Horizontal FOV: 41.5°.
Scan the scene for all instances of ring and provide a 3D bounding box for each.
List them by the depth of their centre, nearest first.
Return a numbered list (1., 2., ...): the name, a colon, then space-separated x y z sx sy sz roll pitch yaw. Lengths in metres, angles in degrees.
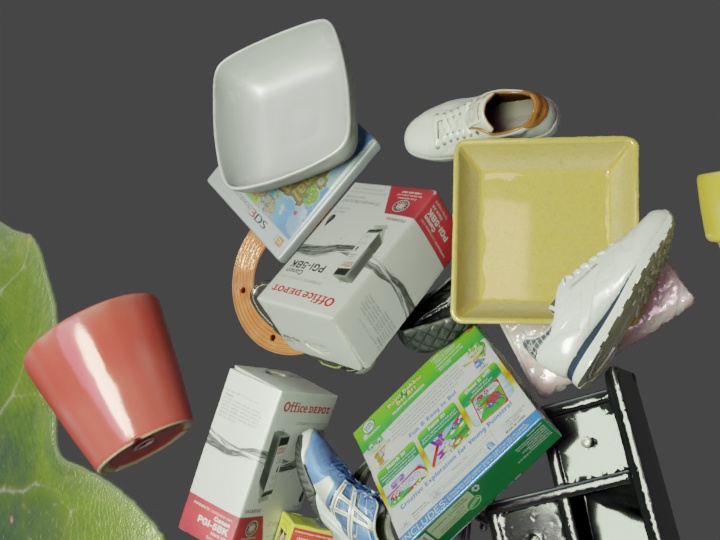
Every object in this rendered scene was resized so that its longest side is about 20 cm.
1. ring: -0.084 0.010 1.250 0.197 0.019 0.204 -6 77 28

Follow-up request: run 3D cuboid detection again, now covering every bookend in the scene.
1. bookend: 0.214 0.228 1.004 0.196 0.092 0.204 -19 71 25

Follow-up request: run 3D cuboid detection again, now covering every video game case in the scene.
1. video game case: -0.092 -0.142 1.265 0.201 0.022 0.182 -49 60 6

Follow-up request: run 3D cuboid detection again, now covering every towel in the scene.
1. towel: 0.239 0.011 1.065 0.199 0.032 0.193 -36 66 19

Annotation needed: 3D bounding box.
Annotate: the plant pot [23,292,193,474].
1. plant pot: -0.322 0.157 1.266 0.199 0.200 0.179 -35 75 18

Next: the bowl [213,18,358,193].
1. bowl: -0.089 -0.200 1.225 0.197 0.074 0.204 -17 67 23

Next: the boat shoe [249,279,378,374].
1. boat shoe: -0.068 0.062 1.186 0.199 0.060 0.073 28 95 30

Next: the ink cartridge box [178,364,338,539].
1. ink cartridge box: -0.120 0.229 1.156 0.082 0.146 0.203 19 91 28

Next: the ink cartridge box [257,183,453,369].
1. ink cartridge box: 0.000 0.000 1.089 0.145 0.083 0.201 10 53 47

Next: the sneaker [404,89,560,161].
1. sneaker: 0.131 -0.182 1.130 0.197 0.084 0.074 -9 78 29

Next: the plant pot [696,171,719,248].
1. plant pot: 0.429 -0.012 0.885 0.198 0.200 0.193 -7 93 27

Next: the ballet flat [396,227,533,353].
1. ballet flat: 0.124 0.021 1.075 0.200 0.057 0.067 -44 57 7

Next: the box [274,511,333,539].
1. box: -0.085 0.400 1.142 0.050 0.074 0.203 13 85 69

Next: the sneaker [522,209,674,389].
1. sneaker: 0.243 0.016 0.953 0.080 0.076 0.201 32 82 32

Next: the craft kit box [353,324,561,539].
1. craft kit box: 0.097 0.180 1.039 0.200 0.048 0.198 -44 33 9

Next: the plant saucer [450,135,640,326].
1. plant saucer: 0.199 -0.039 1.029 0.196 0.048 0.204 0 80 11

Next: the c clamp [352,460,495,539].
1. c clamp: 0.067 0.275 1.117 0.197 0.027 0.174 15 95 30

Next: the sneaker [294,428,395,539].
1. sneaker: -0.009 0.272 1.112 0.077 0.076 0.202 -35 77 18
